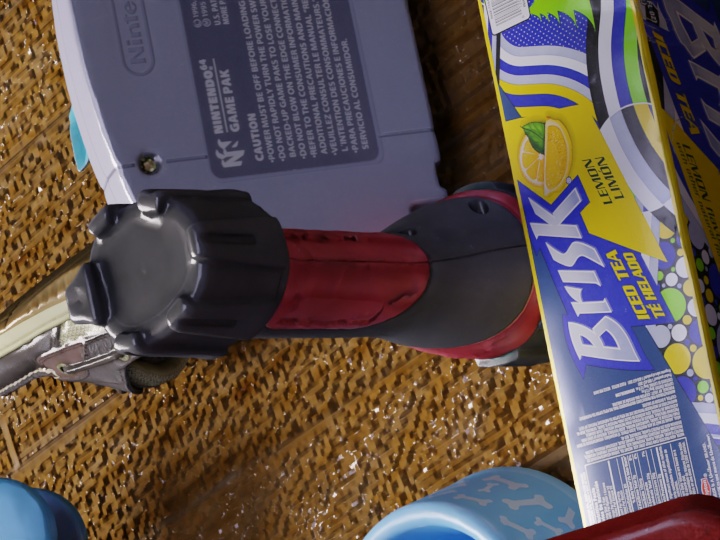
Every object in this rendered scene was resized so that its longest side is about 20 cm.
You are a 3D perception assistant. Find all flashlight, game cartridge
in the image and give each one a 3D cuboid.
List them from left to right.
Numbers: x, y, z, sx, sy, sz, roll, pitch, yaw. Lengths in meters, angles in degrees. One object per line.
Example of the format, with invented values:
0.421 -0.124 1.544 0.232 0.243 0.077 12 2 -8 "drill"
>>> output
-0.048 -0.097 0.878 0.042 0.132 0.202 131 130 -71 "game cartridge"
0.000 0.000 0.784 0.068 0.199 0.068 29 106 36 "flashlight"

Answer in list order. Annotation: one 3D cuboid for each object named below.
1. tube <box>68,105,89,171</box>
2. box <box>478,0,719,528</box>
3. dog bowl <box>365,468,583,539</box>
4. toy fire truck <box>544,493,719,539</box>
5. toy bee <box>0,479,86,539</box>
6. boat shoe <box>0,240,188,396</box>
-0.086 -0.143 0.966 0.078 0.050 0.201 -105 34 -70 "tube"
0.098 -0.014 0.783 0.064 0.070 0.202 -19 76 38 "box"
0.028 0.170 0.843 0.111 0.049 0.201 29 108 38 "dog bowl"
0.119 0.153 0.711 0.200 0.112 0.168 44 104 1 "toy fire truck"
-0.164 0.132 0.971 0.109 0.131 0.200 -49 56 -1 "toy bee"
-0.098 0.021 0.954 0.065 0.073 0.200 51 141 -8 "boat shoe"
